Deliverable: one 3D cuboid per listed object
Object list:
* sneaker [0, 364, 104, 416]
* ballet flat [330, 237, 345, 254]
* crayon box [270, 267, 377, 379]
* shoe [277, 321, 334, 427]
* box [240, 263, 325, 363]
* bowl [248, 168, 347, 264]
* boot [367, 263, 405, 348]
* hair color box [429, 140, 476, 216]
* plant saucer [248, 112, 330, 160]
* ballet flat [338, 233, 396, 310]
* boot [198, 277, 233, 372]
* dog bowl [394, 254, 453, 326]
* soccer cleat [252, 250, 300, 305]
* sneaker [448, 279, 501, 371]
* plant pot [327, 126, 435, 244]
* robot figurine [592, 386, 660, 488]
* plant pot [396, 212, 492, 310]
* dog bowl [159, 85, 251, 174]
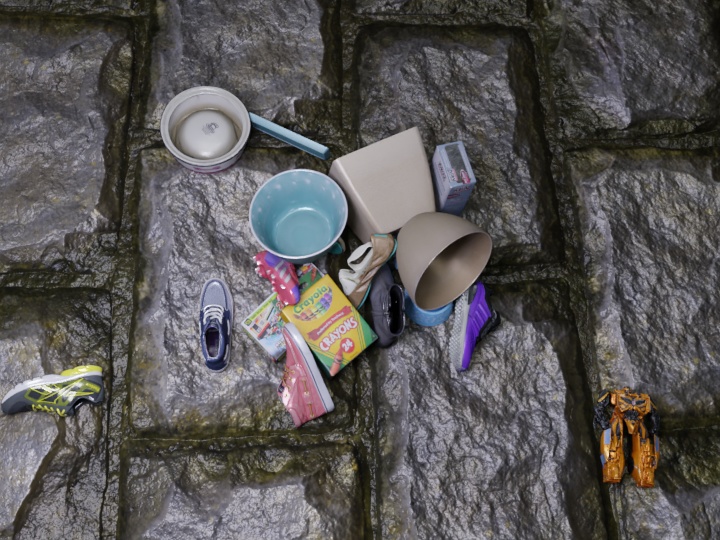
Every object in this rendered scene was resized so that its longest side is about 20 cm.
[{"bbox_3d":[-0.593,0.247,1.610,0.198,0.075,0.085,-19,72,-12],"label":"sneaker"},{"bbox_3d":[-0.115,-0.101,1.797,0.198,0.068,0.063,24,56,3],"label":"ballet flat"},{"bbox_3d":[-0.076,0.101,1.692,0.127,0.051,0.201,-39,86,-18],"label":"crayon box"},{"bbox_3d":[-0.130,0.208,1.638,0.090,0.071,0.202,-26,105,-12],"label":"shoe"},{"bbox_3d":[-0.141,0.085,1.736,0.110,0.035,0.200,43,71,11],"label":"box"},{"bbox_3d":[-0.121,-0.094,1.700,0.198,0.105,0.203,-1,65,3],"label":"bowl"},{"bbox_3d":[0.058,0.051,1.712,0.069,0.132,0.203,-5,70,-15],"label":"boot"},{"bbox_3d":[0.186,-0.180,1.779,0.060,0.200,0.100,-13,70,-10],"label":"hair color box"},{"bbox_3d":[-0.161,-0.299,1.868,0.198,0.070,0.019,26,84,5],"label":"plant saucer"},{"bbox_3d":[0.000,0.000,1.703,0.072,0.201,0.068,16,37,-25],"label":"ballet flat"},{"bbox_3d":[-0.292,0.099,1.686,0.072,0.091,0.203,-5,69,-7],"label":"boot"},{"bbox_3d":[0.139,0.016,1.781,0.110,0.050,0.202,-7,69,-8],"label":"dog bowl"},{"bbox_3d":[-0.157,0.007,1.703,0.076,0.067,0.200,-21,30,-20],"label":"soccer cleat"},{"bbox_3d":[0.246,0.116,1.742,0.098,0.070,0.203,12,71,-9],"label":"sneaker"},{"bbox_3d":[0.054,-0.161,1.773,0.198,0.200,0.179,-24,82,-13],"label":"plant pot"},{"bbox_3d":[0.546,0.332,1.689,0.143,0.058,0.203,8,69,-3],"label":"robot figurine"},{"bbox_3d":[0.148,-0.040,1.678,0.199,0.201,0.135,-32,58,-16],"label":"plant pot"},{"bbox_3d":[-0.342,-0.304,1.849,0.197,0.074,0.203,2,68,-4],"label":"dog bowl"}]
